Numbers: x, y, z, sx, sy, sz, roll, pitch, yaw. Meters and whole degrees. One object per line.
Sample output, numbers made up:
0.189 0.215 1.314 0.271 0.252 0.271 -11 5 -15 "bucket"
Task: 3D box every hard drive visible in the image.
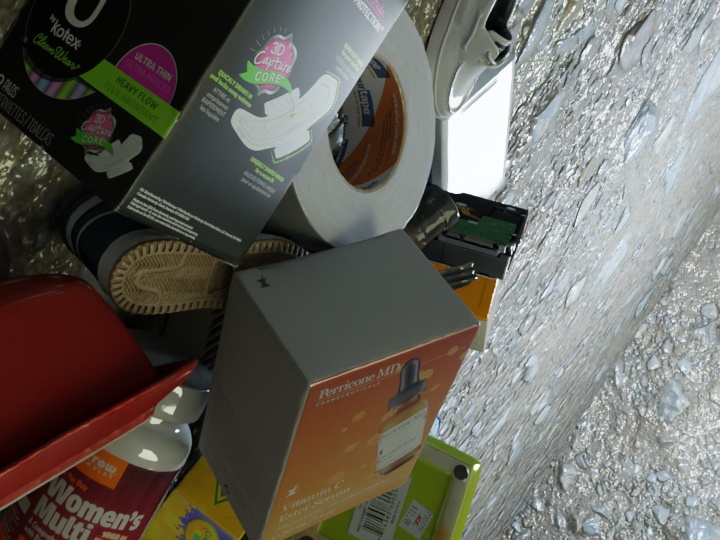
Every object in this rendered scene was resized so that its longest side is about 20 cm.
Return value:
0.094 -0.045 0.907 0.200 0.138 0.038 -43 148 -71 "hard drive"
0.129 -0.142 1.053 0.132 0.025 0.201 -43 151 -24 "hard drive"

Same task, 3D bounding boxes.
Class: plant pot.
0.001 0.248 0.900 0.202 0.197 0.182 -66 -176 -27 "plant pot"

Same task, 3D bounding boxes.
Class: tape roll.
-0.019 -0.115 0.697 0.199 0.065 0.204 -13 106 -52 "tape roll"

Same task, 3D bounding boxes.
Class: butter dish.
-0.234 0.060 0.546 0.199 0.150 0.198 -29 -173 -41 "butter dish"

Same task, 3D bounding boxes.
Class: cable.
0.021 0.018 0.839 0.096 0.051 0.199 -5 165 -32 "cable"

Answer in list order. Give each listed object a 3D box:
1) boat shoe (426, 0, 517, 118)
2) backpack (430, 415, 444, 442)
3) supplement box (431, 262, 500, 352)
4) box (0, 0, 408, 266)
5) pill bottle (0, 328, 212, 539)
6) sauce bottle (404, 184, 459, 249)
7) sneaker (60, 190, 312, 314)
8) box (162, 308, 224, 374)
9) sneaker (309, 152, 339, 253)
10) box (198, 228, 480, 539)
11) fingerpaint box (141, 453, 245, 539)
0.119 -0.235 0.879 0.072 0.068 0.202 -18 135 -51 "boat shoe"
0.028 0.249 1.194 0.185 0.146 0.199 -60 156 15 "backpack"
0.092 0.026 1.013 0.200 0.124 0.075 69 37 -74 "supplement box"
-0.096 -0.136 0.533 0.201 0.148 0.124 -56 152 2 "box"
-0.205 0.156 0.728 0.202 0.109 0.109 -59 154 7 "pill bottle"
0.000 0.000 0.770 0.199 0.065 0.065 -38 150 -17 "sauce bottle"
-0.122 -0.015 0.659 0.199 0.108 0.071 8 110 -51 "sneaker"
-0.106 0.009 0.775 0.082 0.068 0.202 -15 132 -52 "box"
-0.042 -0.021 0.859 0.202 0.059 0.104 -66 -172 -27 "sneaker"
-0.023 0.090 0.677 0.150 0.107 0.202 -16 141 -32 "box"
-0.134 0.209 0.842 0.200 0.073 0.167 -52 179 44 "fingerpaint box"
